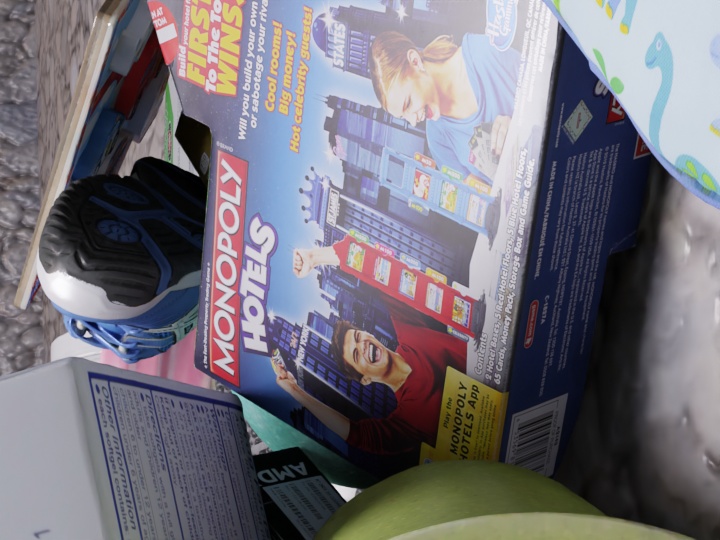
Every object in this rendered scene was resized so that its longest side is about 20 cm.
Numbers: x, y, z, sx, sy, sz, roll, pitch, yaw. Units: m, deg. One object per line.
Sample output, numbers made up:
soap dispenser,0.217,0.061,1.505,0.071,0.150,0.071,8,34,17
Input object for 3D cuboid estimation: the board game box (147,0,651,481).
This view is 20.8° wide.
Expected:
board game box,0.002,-0.042,0.683,0.199,0.062,0.201,29,123,38

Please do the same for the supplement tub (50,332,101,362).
supplement tub,-0.126,0.141,1.211,0.145,0.145,0.201,130,137,-68

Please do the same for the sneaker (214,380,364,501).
sneaker,0.000,0.110,0.905,0.074,0.080,0.201,-24,73,28

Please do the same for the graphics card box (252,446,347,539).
graphics card box,-0.004,0.178,0.742,0.200,0.051,0.126,44,127,35

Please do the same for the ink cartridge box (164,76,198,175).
ink cartridge box,-0.047,-0.095,1.012,0.200,0.083,0.147,-140,51,-72

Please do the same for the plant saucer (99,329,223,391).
plant saucer,-0.060,0.082,0.981,0.200,0.051,0.202,-9,-90,-66

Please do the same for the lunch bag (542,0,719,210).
lunch bag,0.097,-0.117,0.450,0.200,0.082,0.161,-113,26,-56

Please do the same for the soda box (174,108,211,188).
soda box,-0.017,-0.130,0.844,0.068,0.064,0.201,54,129,56

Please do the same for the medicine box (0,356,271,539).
medicine box,-0.087,0.134,0.634,0.200,0.102,0.183,35,-139,-78

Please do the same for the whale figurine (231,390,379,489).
whale figurine,0.000,0.000,0.791,0.201,0.103,0.160,102,161,-45

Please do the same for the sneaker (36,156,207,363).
sneaker,-0.089,0.005,0.812,0.077,0.075,0.200,-65,-5,9

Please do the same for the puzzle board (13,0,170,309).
puzzle board,-0.098,-0.092,0.872,0.200,0.017,0.151,-69,1,-55

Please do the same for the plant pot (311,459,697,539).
plant pot,0.038,0.137,0.550,0.190,0.199,0.201,-98,10,-80
